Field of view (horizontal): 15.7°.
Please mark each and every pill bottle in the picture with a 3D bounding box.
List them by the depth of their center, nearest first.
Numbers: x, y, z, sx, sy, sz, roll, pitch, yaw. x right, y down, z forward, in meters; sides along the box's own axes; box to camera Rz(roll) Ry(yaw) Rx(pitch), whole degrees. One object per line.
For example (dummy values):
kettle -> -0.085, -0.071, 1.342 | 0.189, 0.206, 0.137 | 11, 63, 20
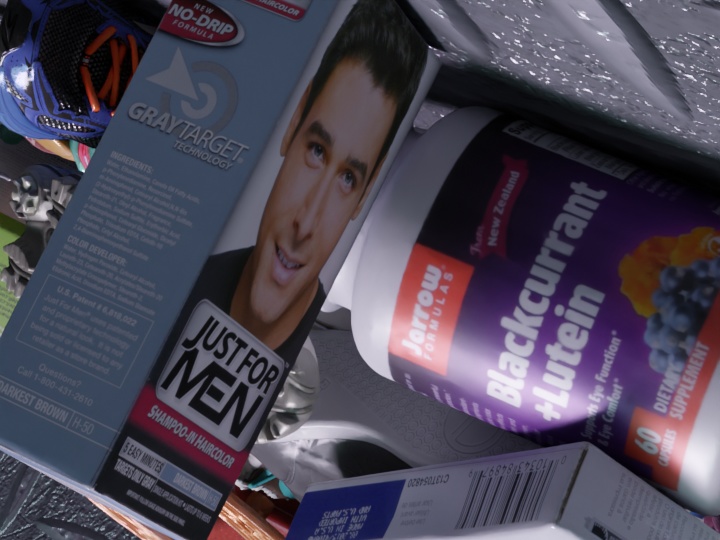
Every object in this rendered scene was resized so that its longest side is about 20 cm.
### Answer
pill bottle -> 0.065, 0.005, 0.981 | 0.200, 0.112, 0.111 | 23, 171, 17

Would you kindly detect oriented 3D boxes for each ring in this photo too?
ring -> -0.090, 0.112, 1.275 | 0.200, 0.019, 0.200 | 31, 163, 11

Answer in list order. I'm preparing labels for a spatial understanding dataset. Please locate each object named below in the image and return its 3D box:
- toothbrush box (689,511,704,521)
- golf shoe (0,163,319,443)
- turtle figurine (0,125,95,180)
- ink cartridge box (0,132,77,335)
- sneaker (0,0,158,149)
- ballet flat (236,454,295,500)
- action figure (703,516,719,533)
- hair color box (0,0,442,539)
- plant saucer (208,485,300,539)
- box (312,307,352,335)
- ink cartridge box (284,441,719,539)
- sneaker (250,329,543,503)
toothbrush box -> 0.137, 0.124, 1.395 | 0.086, 0.146, 0.200 | 27, 172, -11
golf shoe -> -0.063, 0.006, 1.085 | 0.097, 0.078, 0.200 | -4, -152, -39
turtle figurine -> -0.149, -0.065, 1.235 | 0.150, 0.101, 0.200 | 46, 177, -32
ink cartridge box -> -0.156, -0.013, 1.371 | 0.148, 0.076, 0.200 | 29, -161, -18
sneaker -> -0.087, -0.077, 1.119 | 0.078, 0.076, 0.200 | 10, 173, 31
ballet flat -> -0.041, 0.073, 1.270 | 0.072, 0.072, 0.200 | 25, 169, 4
action figure -> 0.214, 0.127, 1.160 | 0.134, 0.149, 0.200 | -26, 118, 41
hair color box -> -0.052, -0.013, 0.907 | 0.061, 0.200, 0.099 | 22, 171, 24
plant saucer -> -0.013, 0.083, 1.456 | 0.037, 0.200, 0.200 | -6, 152, 41
box -> 0.000, 0.000, 1.217 | 0.078, 0.095, 0.200 | 27, 170, -8
ink cartridge box -> 0.097, 0.140, 1.031 | 0.200, 0.041, 0.199 | 33, 156, -23
sneaker -> 0.038, 0.076, 1.094 | 0.200, 0.071, 0.099 | 3, 146, 38
